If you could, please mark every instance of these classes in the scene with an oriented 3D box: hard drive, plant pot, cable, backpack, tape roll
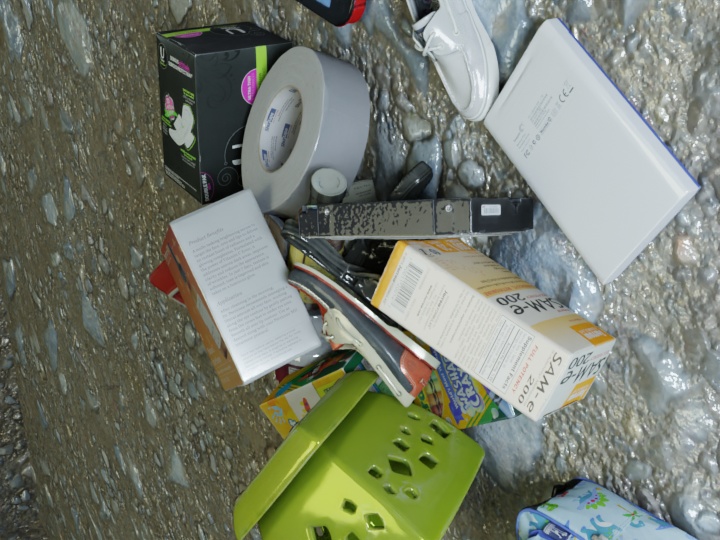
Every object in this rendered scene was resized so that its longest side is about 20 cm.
[{"bbox_3d":[0.199,-0.106,0.808,0.201,0.025,0.133,58,145,22],"label":"hard drive"},{"bbox_3d":[0.055,-0.051,0.891,0.197,0.139,0.039,1,94,34],"label":"hard drive"},{"bbox_3d":[-0.010,0.239,0.971,0.181,0.199,0.201,40,119,6],"label":"plant pot"},{"bbox_3d":[0.000,0.000,0.982,0.199,0.051,0.097,38,171,-9],"label":"cable"},{"bbox_3d":[0.237,0.320,0.840,0.199,0.146,0.186,16,120,49],"label":"backpack"},{"bbox_3d":[-0.070,-0.161,1.076,0.199,0.065,0.204,-26,58,52],"label":"tape roll"}]

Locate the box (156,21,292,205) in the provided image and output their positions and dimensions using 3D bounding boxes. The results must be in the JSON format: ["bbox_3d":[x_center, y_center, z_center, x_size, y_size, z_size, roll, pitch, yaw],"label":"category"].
[{"bbox_3d":[-0.181,-0.216,1.209,0.124,0.147,0.203,36,133,44],"label":"box"}]

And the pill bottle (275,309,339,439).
[{"bbox_3d":[-0.064,0.133,1.232,0.109,0.108,0.203,27,126,47],"label":"pill bottle"}]

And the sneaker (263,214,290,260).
[{"bbox_3d":[-0.100,-0.061,1.185,0.199,0.107,0.071,25,121,60],"label":"sneaker"}]

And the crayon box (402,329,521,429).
[{"bbox_3d":[0.107,0.114,1.022,0.199,0.051,0.128,-30,79,57],"label":"crayon box"}]

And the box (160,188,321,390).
[{"bbox_3d":[-0.148,0.029,1.080,0.202,0.105,0.152,64,161,3],"label":"box"}]

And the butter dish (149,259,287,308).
[{"bbox_3d":[-0.184,-0.006,1.329,0.198,0.150,0.199,32,152,-19],"label":"butter dish"}]

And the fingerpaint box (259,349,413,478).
[{"bbox_3d":[-0.004,0.205,1.121,0.166,0.073,0.201,-29,101,40],"label":"fingerpaint box"}]

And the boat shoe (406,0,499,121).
[{"bbox_3d":[0.079,-0.243,0.884,0.072,0.068,0.203,-4,101,56],"label":"boat shoe"}]

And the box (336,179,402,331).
[{"bbox_3d":[-0.011,-0.008,1.126,0.082,0.068,0.203,-1,103,56],"label":"box"}]

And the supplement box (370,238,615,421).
[{"bbox_3d":[0.126,0.047,0.852,0.199,0.125,0.074,35,111,27],"label":"supplement box"}]

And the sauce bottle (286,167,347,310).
[{"bbox_3d":[-0.048,-0.034,1.028,0.065,0.064,0.201,54,151,25],"label":"sauce bottle"}]

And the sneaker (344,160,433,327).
[{"bbox_3d":[0.050,-0.021,1.036,0.104,0.060,0.201,39,119,3],"label":"sneaker"}]

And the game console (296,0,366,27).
[{"bbox_3d":[-0.051,-0.397,1.042,0.200,0.031,0.179,42,136,38],"label":"game console"}]

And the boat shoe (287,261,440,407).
[{"bbox_3d":[-0.007,0.066,0.984,0.199,0.063,0.071,37,180,8],"label":"boat shoe"}]
